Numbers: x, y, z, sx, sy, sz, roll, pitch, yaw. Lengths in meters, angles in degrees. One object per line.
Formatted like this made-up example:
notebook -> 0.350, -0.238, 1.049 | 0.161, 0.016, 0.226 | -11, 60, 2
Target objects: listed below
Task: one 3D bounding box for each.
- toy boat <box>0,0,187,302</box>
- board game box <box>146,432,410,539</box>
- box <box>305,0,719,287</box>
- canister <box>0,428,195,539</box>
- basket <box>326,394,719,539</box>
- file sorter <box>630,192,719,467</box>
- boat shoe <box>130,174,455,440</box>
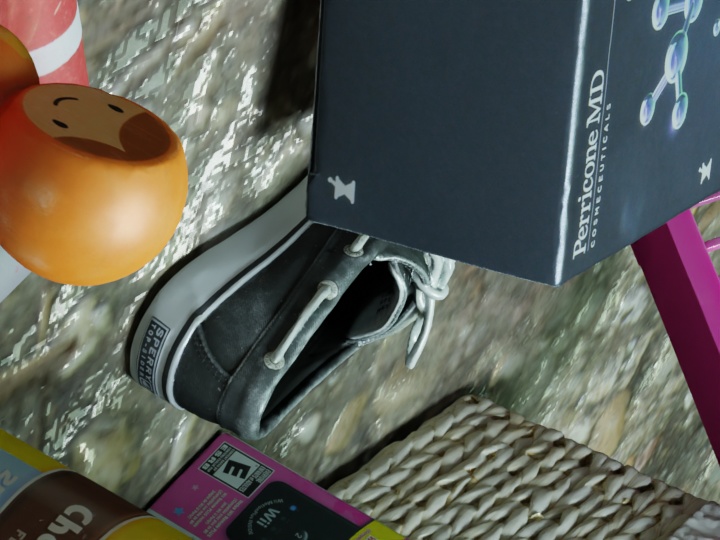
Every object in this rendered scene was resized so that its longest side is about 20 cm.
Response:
toy boat -> -0.099, -0.042, 0.663 | 0.131, 0.130, 0.201 | -48, 154, -30
board game box -> -0.015, 0.167, 0.999 | 0.148, 0.199, 0.065 | -46, 153, -33
box -> 0.078, -0.101, 0.970 | 0.200, 0.107, 0.149 | -28, 128, -53
canister -> -0.087, 0.141, 0.805 | 0.149, 0.199, 0.087 | -51, 148, -22
basket -> 0.049, 0.189, 1.215 | 0.200, 0.160, 0.199 | -30, 142, -51
file sorter -> 0.206, 0.005, 1.240 | 0.125, 0.201, 0.139 | -18, 150, -1
boat shoe -> 0.000, -0.002, 1.005 | 0.199, 0.068, 0.074 | -36, 147, -47
